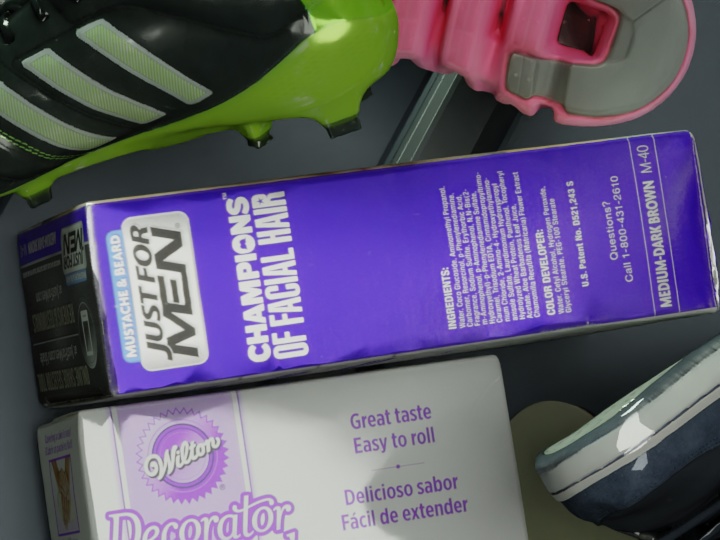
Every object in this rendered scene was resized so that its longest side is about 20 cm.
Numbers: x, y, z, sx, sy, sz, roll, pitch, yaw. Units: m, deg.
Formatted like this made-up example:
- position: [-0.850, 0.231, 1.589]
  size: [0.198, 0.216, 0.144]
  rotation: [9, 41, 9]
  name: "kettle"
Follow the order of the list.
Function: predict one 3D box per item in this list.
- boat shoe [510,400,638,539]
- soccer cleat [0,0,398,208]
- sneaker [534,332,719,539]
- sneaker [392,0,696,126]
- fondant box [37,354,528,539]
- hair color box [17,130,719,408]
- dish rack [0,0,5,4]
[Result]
- position: [0.106, 0.135, 0.986]
  size: [0.062, 0.071, 0.201]
  rotation: [-13, 74, -54]
  name: "boat shoe"
- position: [-0.088, -0.066, 0.894]
  size: [0.199, 0.068, 0.081]
  rotation: [-14, 110, 7]
  name: "soccer cleat"
- position: [0.138, 0.094, 0.922]
  size: [0.077, 0.202, 0.146]
  rotation: [-34, 76, 23]
  name: "sneaker"
- position: [0.017, -0.105, 0.973]
  size: [0.199, 0.095, 0.079]
  rotation: [20, 110, 6]
  name: "sneaker"
- position: [-0.015, 0.136, 0.939]
  size: [0.144, 0.058, 0.201]
  rotation: [-7, 84, -19]
  name: "fondant box"
- position: [0.000, 0.000, 0.937]
  size: [0.199, 0.109, 0.065]
  rotation: [-9, 89, -18]
  name: "hair color box"
- position: [-0.119, -0.201, 0.913]
  size: [0.171, 0.044, 0.200]
  rotation: [29, 79, -9]
  name: "dish rack"
